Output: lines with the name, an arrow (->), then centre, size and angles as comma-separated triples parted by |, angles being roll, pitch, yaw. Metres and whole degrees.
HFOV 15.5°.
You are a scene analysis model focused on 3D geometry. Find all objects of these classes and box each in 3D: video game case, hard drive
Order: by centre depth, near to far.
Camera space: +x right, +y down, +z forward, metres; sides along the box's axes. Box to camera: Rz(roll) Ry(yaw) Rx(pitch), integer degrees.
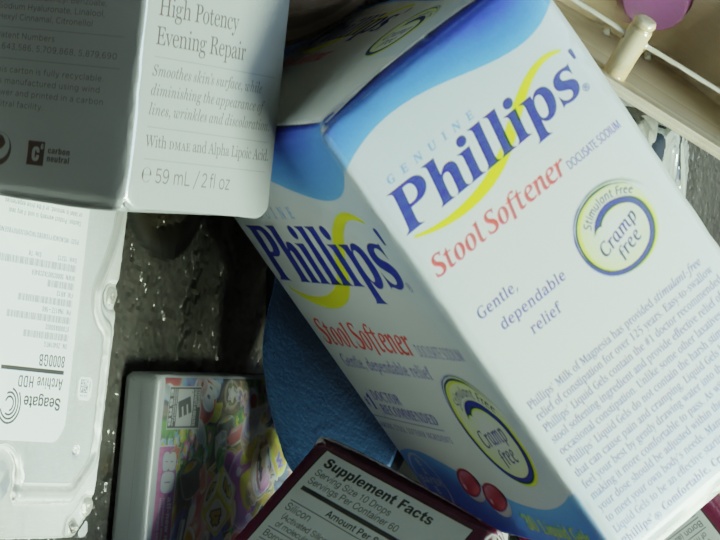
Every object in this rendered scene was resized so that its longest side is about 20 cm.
hard drive -> -0.134, -0.004, 0.945 | 0.140, 0.038, 0.202 | 12, 85, -63
video game case -> -0.051, 0.117, 1.156 | 0.200, 0.018, 0.144 | 6, 89, -64

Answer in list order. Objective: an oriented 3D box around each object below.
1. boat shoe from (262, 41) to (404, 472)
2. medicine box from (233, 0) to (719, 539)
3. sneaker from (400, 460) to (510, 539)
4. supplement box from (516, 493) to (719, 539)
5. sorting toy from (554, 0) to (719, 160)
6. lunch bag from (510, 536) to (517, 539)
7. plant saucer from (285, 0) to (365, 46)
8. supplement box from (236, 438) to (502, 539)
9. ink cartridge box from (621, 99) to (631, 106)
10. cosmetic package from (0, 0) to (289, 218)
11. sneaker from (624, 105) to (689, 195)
boat shoe -> 0.000, 0.000, 1.150 | 0.069, 0.084, 0.202 | 27, 64, -76
medicine box -> 0.048, -0.002, 1.019 | 0.103, 0.182, 0.200 | -39, 103, -15
sneaker -> 0.028, 0.160, 1.261 | 0.083, 0.071, 0.201 | -41, 130, -53
supplement box -> 0.134, 0.085, 1.311 | 0.200, 0.103, 0.131 | 52, 31, 7
sorting toy -> 0.144, -0.145, 1.072 | 0.181, 0.199, 0.107 | -58, -179, 22
lunch bag -> 0.107, 0.194, 1.419 | 0.160, 0.077, 0.202 | -31, 121, -59
plant saucer -> -0.038, -0.184, 1.021 | 0.199, 0.029, 0.202 | -6, 99, -38
supplement box -> -0.023, 0.191, 1.051 | 0.200, 0.103, 0.131 | -48, 139, -20
ink cartridge box -> 0.182, -0.119, 1.374 | 0.161, 0.199, 0.050 | 31, 67, -61
cosmetic package -> -0.073, -0.122, 0.918 | 0.102, 0.074, 0.202 | 0, 98, -63
sneaker -> 0.080, -0.031, 1.214 | 0.199, 0.129, 0.080 | 6, 87, -76
